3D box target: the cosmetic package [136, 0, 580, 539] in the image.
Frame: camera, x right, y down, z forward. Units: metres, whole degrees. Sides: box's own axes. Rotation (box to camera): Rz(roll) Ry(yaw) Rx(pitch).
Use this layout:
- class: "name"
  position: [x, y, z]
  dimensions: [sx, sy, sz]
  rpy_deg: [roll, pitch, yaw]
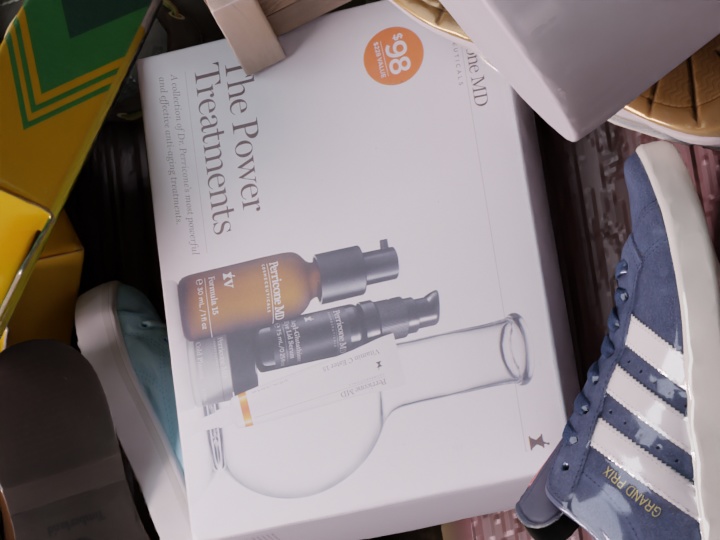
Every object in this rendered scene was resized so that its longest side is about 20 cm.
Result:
- class: "cosmetic package"
  position: [0.000, 0.000, 1.058]
  dimensions: [0.150, 0.052, 0.201]
  rpy_deg: [-12, 71, 10]

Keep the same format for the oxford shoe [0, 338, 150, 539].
- class: "oxford shoe"
  position: [-0.111, 0.132, 1.111]
  dimensions: [0.071, 0.071, 0.201]
  rpy_deg: [97, 164, -70]

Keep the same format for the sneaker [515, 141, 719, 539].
- class: "sneaker"
  position: [0.093, 0.054, 0.964]
  dimensions: [0.084, 0.075, 0.201]
  rpy_deg: [-9, 73, 12]

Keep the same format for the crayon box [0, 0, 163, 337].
- class: "crayon box"
  position: [-0.141, -0.033, 1.086]
  dimensions: [0.127, 0.051, 0.200]
  rpy_deg: [-59, 8, 40]

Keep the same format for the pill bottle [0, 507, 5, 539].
- class: "pill bottle"
  position: [-0.203, 0.117, 1.136]
  dimensions: [0.112, 0.112, 0.201]
  rpy_deg: [-36, 49, 34]

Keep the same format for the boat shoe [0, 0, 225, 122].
- class: "boat shoe"
  position: [-0.123, -0.100, 1.233]
  dimensions: [0.201, 0.060, 0.073]
  rpy_deg: [9, 89, 45]

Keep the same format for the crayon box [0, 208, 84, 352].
- class: "crayon box"
  position: [-0.178, -0.012, 1.243]
  dimensions: [0.200, 0.051, 0.126]
  rpy_deg: [61, 151, 33]

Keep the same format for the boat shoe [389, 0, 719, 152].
- class: "boat shoe"
  position: [0.070, -0.096, 1.014]
  dimensions: [0.200, 0.069, 0.071]
  rpy_deg: [36, 86, 27]

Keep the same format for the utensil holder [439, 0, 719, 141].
- class: "utensil holder"
  position: [0.099, -0.164, 0.902]
  dimensions: [0.200, 0.170, 0.170]
  rpy_deg: [-40, 52, 1]

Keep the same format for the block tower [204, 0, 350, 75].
- class: "block tower"
  position: [-0.062, -0.177, 1.085]
  dimensions: [0.058, 0.054, 0.201]
  rpy_deg: [-25, 62, 4]

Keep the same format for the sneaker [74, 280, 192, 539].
- class: "sneaker"
  position: [-0.057, 0.068, 1.146]
  dimensions: [0.082, 0.074, 0.200]
  rpy_deg: [-28, 48, -2]
